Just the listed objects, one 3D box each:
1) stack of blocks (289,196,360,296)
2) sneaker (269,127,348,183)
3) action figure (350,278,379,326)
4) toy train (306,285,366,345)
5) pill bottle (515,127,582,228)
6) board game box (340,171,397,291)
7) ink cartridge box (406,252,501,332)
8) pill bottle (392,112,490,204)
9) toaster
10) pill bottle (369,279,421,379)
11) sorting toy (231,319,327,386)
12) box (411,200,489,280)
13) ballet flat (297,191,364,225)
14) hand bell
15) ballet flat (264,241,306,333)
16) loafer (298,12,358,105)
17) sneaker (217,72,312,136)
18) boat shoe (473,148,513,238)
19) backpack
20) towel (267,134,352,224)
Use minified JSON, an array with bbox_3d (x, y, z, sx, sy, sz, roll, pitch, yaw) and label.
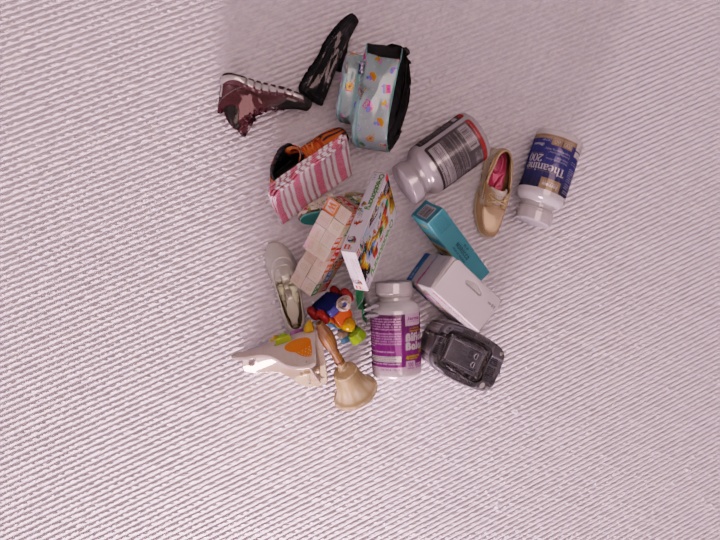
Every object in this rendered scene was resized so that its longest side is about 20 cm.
[{"bbox_3d":[-0.067,-0.050,1.475,0.058,0.115,0.202,34,107,14],"label":"stack of blocks"},{"bbox_3d":[-0.105,-0.238,1.499,0.199,0.112,0.078,-42,79,-8],"label":"sneaker"},{"bbox_3d":[0.000,0.000,1.534,0.053,0.119,0.203,-10,62,-5],"label":"action figure"},{"bbox_3d":[-0.028,0.106,1.496,0.084,0.199,0.117,-40,106,-14],"label":"toy train"},{"bbox_3d":[0.415,-0.204,1.620,0.109,0.111,0.204,19,89,-12],"label":"pill bottle"},{"bbox_3d":[0.020,-0.079,1.449,0.034,0.127,0.203,9,58,21],"label":"board game box"},{"bbox_3d":[0.194,0.042,1.539,0.144,0.200,0.085,40,84,-11],"label":"ink cartridge box"},{"bbox_3d":[0.172,-0.240,1.564,0.198,0.116,0.117,-35,99,-8],"label":"pill bottle"},{"bbox_3d":[0.207,0.178,1.584,0.197,0.129,0.116,25,87,-13],"label":"toaster"},{"bbox_3d":[0.075,0.125,1.562,0.110,0.112,0.205,-3,94,-12],"label":"pill bottle"},{"bbox_3d":[-0.169,0.179,1.494,0.176,0.200,0.109,-9,71,1],"label":"sorting toy"},{"bbox_3d":[0.195,-0.058,1.566,0.049,0.082,0.201,-43,118,-5],"label":"box"},{"bbox_3d":[-0.042,-0.137,1.556,0.196,0.076,0.065,-4,63,-16],"label":"ballet flat"},{"bbox_3d":[-0.046,0.184,1.510,0.103,0.104,0.202,-30,120,-9],"label":"hand bell"},{"bbox_3d":[-0.153,0.037,1.533,0.068,0.069,0.204,-14,95,-11],"label":"ballet flat"},{"bbox_3d":[-0.057,-0.446,1.532,0.070,0.068,0.203,31,91,-19],"label":"loafer"},{"bbox_3d":[-0.205,-0.330,1.507,0.196,0.076,0.118,14,95,-2],"label":"sneaker"},{"bbox_3d":[0.301,-0.175,1.618,0.072,0.069,0.205,5,92,-12],"label":"boat shoe"},{"bbox_3d":[0.027,-0.350,1.500,0.150,0.176,0.205,3,91,5],"label":"backpack"},{"bbox_3d":[-0.098,-0.183,1.497,0.198,0.147,0.030,-36,70,-9],"label":"towel"}]
